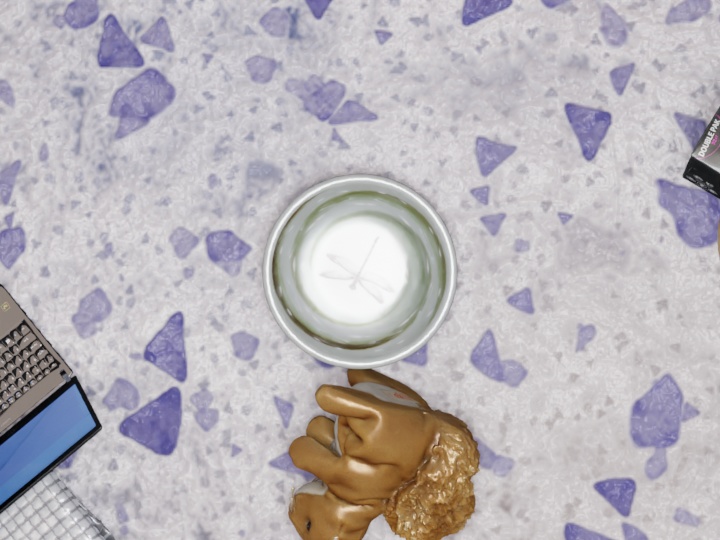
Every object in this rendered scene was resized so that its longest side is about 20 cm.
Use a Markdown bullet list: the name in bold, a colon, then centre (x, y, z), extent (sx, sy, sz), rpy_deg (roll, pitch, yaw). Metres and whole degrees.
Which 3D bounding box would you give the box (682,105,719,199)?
- **box**: centre (0.432, -0.148, 1.511), extent (0.149, 0.124, 0.200), rpy_deg (32, 89, 10)

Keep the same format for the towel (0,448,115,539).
- **towel**: centre (-0.367, 0.300, 1.615), extent (0.200, 0.086, 0.166), rpy_deg (-42, 83, -1)

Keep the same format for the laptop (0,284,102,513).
- **laptop**: centre (-0.386, 0.140, 1.580), extent (0.177, 0.103, 0.200), rpy_deg (-39, 86, -4)

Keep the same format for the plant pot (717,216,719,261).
- **plant pot**: centre (0.469, -0.033, 1.583), extent (0.200, 0.027, 0.200), rpy_deg (0, 94, 2)

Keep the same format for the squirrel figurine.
- **squirrel figurine**: centre (0.021, 0.218, 1.568), extent (0.200, 0.142, 0.187), rpy_deg (22, 101, 4)

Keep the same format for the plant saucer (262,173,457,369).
- **plant saucer**: centre (0.000, 0.000, 1.596), extent (0.200, 0.050, 0.200), rpy_deg (0, 94, 3)
